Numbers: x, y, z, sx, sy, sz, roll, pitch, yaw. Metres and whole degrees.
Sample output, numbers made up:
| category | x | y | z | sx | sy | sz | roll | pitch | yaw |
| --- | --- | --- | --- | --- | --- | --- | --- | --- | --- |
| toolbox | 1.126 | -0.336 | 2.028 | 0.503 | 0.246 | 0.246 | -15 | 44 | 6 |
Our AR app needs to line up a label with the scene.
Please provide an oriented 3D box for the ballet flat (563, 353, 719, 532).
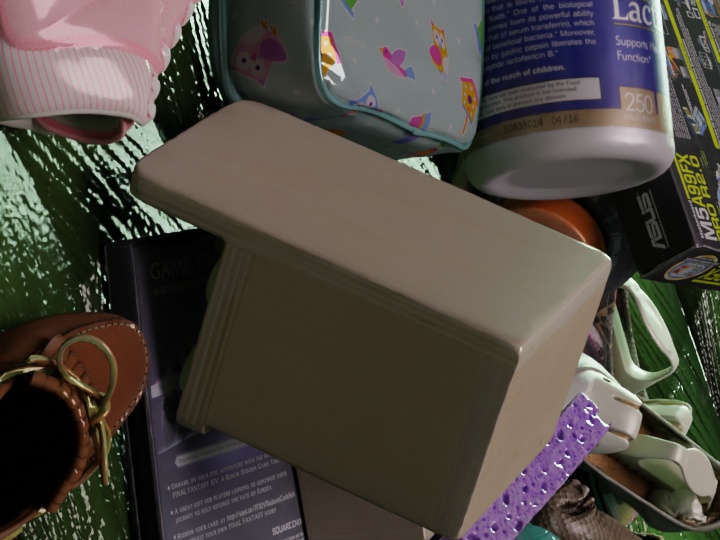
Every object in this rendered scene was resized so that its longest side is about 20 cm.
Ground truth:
| category | x | y | z | sx | sy | sz | roll | pitch | yaw |
| --- | --- | --- | --- | --- | --- | --- | --- | --- | --- |
| ballet flat | 0.156 | 0.096 | 1.696 | 0.200 | 0.064 | 0.067 | 37 | 67 | -36 |

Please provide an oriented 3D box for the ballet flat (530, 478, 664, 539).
| category | x | y | z | sx | sy | sz | roll | pitch | yaw |
| --- | --- | --- | --- | --- | --- | --- | --- | --- | --- |
| ballet flat | 0.155 | 0.164 | 1.746 | 0.200 | 0.067 | 0.046 | 26 | 78 | -54 |

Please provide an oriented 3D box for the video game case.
| category | x | y | z | sx | sy | sz | roll | pitch | yaw |
| --- | --- | --- | --- | --- | --- | --- | --- | --- | --- |
| video game case | -0.069 | 0.080 | 1.350 | 0.143 | 0.019 | 0.200 | -12 | 96 | -64 |

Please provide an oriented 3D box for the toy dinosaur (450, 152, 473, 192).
| category | x | y | z | sx | sy | sz | roll | pitch | yaw |
| --- | --- | --- | --- | --- | --- | --- | --- | --- | --- |
| toy dinosaur | 0.066 | -0.097 | 1.632 | 0.200 | 0.047 | 0.088 | -56 | 141 | -48 |

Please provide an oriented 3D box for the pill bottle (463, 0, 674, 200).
| category | x | y | z | sx | sy | sz | roll | pitch | yaw |
| --- | --- | --- | --- | --- | --- | --- | --- | --- | --- |
| pill bottle | 0.106 | -0.147 | 1.561 | 0.116 | 0.116 | 0.200 | 17 | 66 | -63 |

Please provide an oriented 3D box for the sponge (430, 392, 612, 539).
| category | x | y | z | sx | sy | sz | roll | pitch | yaw |
| --- | --- | --- | --- | --- | --- | --- | --- | --- | --- |
| sponge | 0.059 | 0.139 | 1.506 | 0.030 | 0.112 | 0.200 | 46 | 29 | 3 |

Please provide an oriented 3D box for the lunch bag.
| category | x | y | z | sx | sy | sz | roll | pitch | yaw |
| --- | --- | --- | --- | --- | --- | --- | --- | --- | --- |
| lunch bag | -0.005 | -0.142 | 1.453 | 0.200 | 0.077 | 0.160 | 13 | 73 | -63 |

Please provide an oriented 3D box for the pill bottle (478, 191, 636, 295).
| category | x | y | z | sx | sy | sz | roll | pitch | yaw |
| --- | --- | --- | --- | --- | --- | --- | --- | --- | --- |
| pill bottle | 0.133 | -0.051 | 1.689 | 0.200 | 0.106 | 0.106 | -53 | 132 | -53 |

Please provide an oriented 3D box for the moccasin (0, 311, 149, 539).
| category | x | y | z | sx | sy | sz | roll | pitch | yaw |
| --- | --- | --- | --- | --- | --- | --- | --- | --- | --- |
| moccasin | -0.135 | 0.065 | 1.146 | 0.201 | 0.078 | 0.074 | -28 | 111 | -62 |

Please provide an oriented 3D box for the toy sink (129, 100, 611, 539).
| category | x | y | z | sx | sy | sz | roll | pitch | yaw |
| --- | --- | --- | --- | --- | --- | --- | --- | --- | --- |
| toy sink | -0.008 | 0.022 | 1.314 | 0.130 | 0.200 | 0.112 | -39 | 150 | -61 |

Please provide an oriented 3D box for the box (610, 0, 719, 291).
| category | x | y | z | sx | sy | sz | roll | pitch | yaw |
| --- | --- | --- | --- | --- | --- | --- | --- | --- | --- |
| box | 0.195 | -0.085 | 1.659 | 0.160 | 0.044 | 0.200 | 7 | 59 | -48 |

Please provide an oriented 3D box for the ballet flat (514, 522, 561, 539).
| category | x | y | z | sx | sy | sz | roll | pitch | yaw |
| --- | --- | --- | --- | --- | --- | --- | --- | --- | --- |
| ballet flat | 0.128 | 0.219 | 1.668 | 0.200 | 0.067 | 0.070 | 47 | 14 | -45 |

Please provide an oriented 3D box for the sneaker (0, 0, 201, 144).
| category | x | y | z | sx | sy | sz | roll | pitch | yaw |
| --- | --- | --- | --- | --- | --- | --- | --- | --- | --- |
| sneaker | -0.106 | -0.111 | 1.239 | 0.200 | 0.075 | 0.105 | -21 | 101 | -55 |

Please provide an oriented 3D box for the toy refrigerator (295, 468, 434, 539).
| category | x | y | z | sx | sy | sz | roll | pitch | yaw |
| --- | --- | --- | --- | --- | --- | --- | --- | --- | --- |
| toy refrigerator | 0.033 | 0.078 | 1.481 | 0.200 | 0.070 | 0.076 | -32 | 115 | -66 |

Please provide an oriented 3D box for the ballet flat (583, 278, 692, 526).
| category | x | y | z | sx | sy | sz | roll | pitch | yaw |
| --- | --- | --- | --- | --- | --- | --- | --- | --- | --- |
| ballet flat | 0.166 | 0.072 | 1.773 | 0.069 | 0.071 | 0.200 | -57 | 136 | -58 |
